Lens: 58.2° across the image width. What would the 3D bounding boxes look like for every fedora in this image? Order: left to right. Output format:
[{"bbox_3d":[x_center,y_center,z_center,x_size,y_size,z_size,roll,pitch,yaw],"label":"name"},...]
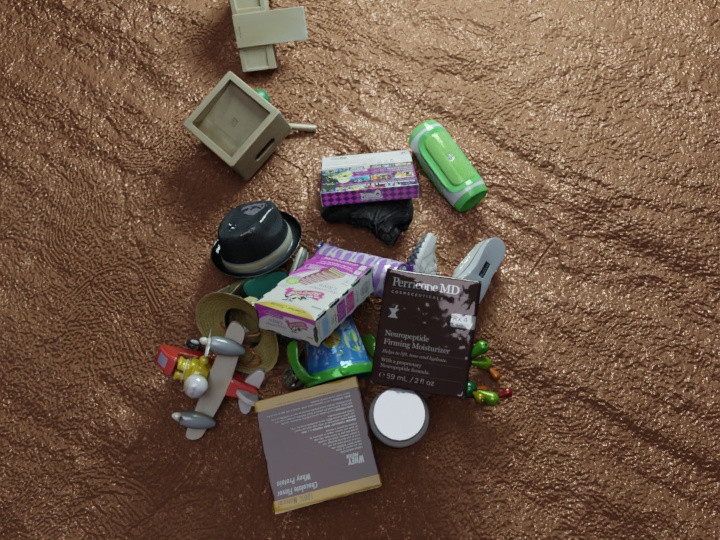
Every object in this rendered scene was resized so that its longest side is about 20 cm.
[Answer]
[{"bbox_3d":[-0.223,-0.079,1.336,0.200,0.092,0.201,-6,49,7],"label":"fedora"}]

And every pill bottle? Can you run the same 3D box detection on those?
[{"bbox_3d":[0.070,0.271,1.191,0.109,0.200,0.110,-1,73,2],"label":"pill bottle"}]

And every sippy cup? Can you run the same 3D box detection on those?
[{"bbox_3d":[-0.052,0.150,1.244,0.139,0.178,0.131,-18,74,11],"label":"sippy cup"}]

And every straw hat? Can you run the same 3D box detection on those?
[{"bbox_3d":[-0.227,0.104,1.296,0.201,0.201,0.085,26,40,10],"label":"straw hat"}]

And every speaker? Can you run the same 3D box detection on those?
[{"bbox_3d":[0.187,-0.227,1.400,0.088,0.088,0.200,-31,74,-7],"label":"speaker"}]

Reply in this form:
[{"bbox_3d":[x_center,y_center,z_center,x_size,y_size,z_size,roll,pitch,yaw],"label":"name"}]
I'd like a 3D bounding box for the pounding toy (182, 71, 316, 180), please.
[{"bbox_3d":[-0.239,-0.319,1.435,0.184,0.142,0.200,41,89,14],"label":"pounding toy"}]

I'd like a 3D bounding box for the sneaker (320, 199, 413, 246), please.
[{"bbox_3d":[0.017,-0.109,1.375,0.199,0.076,0.115,-5,66,-5],"label":"sneaker"}]

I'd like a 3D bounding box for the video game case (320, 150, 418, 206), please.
[{"bbox_3d":[0.016,-0.198,1.370,0.199,0.036,0.181,-5,33,0],"label":"video game case"}]

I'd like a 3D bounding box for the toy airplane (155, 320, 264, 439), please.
[{"bbox_3d":[-0.288,0.217,1.252,0.199,0.141,0.201,-19,94,12],"label":"toy airplane"}]

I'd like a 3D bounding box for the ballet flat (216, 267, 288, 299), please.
[{"bbox_3d":[-0.247,0.043,1.351,0.200,0.071,0.071,-33,75,-10],"label":"ballet flat"}]

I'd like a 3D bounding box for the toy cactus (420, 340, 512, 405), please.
[{"bbox_3d":[0.187,0.197,1.274,0.165,0.102,0.200,-35,86,3],"label":"toy cactus"}]

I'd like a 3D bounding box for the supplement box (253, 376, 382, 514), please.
[{"bbox_3d":[-0.076,0.328,1.216,0.197,0.133,0.201,-14,73,-2],"label":"supplement box"}]

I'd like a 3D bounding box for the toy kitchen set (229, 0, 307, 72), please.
[{"bbox_3d":[-0.203,-0.592,1.536,0.163,0.181,0.201,-5,113,4],"label":"toy kitchen set"}]

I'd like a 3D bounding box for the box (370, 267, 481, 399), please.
[{"bbox_3d":[0.115,0.105,1.153,0.165,0.164,0.201,8,90,6],"label":"box"}]

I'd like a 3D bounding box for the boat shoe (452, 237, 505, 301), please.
[{"bbox_3d":[0.222,0.015,1.334,0.071,0.070,0.200,39,72,-18],"label":"boat shoe"}]

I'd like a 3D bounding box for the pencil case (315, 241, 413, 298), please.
[{"bbox_3d":[0.000,0.000,1.318,0.200,0.084,0.085,18,39,27],"label":"pencil case"}]

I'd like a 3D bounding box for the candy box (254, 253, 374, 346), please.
[{"bbox_3d":[-0.082,0.048,1.210,0.136,0.061,0.200,13,36,28],"label":"candy box"}]

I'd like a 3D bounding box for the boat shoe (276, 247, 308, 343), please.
[{"bbox_3d":[-0.130,0.054,1.326,0.057,0.067,0.201,17,94,-10],"label":"boat shoe"}]

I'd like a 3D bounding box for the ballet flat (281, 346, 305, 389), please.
[{"bbox_3d":[-0.087,0.158,1.313,0.067,0.046,0.200,40,79,12],"label":"ballet flat"}]

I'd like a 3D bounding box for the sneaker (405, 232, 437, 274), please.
[{"bbox_3d":[0.136,0.022,1.344,0.082,0.075,0.201,15,78,-11],"label":"sneaker"}]
